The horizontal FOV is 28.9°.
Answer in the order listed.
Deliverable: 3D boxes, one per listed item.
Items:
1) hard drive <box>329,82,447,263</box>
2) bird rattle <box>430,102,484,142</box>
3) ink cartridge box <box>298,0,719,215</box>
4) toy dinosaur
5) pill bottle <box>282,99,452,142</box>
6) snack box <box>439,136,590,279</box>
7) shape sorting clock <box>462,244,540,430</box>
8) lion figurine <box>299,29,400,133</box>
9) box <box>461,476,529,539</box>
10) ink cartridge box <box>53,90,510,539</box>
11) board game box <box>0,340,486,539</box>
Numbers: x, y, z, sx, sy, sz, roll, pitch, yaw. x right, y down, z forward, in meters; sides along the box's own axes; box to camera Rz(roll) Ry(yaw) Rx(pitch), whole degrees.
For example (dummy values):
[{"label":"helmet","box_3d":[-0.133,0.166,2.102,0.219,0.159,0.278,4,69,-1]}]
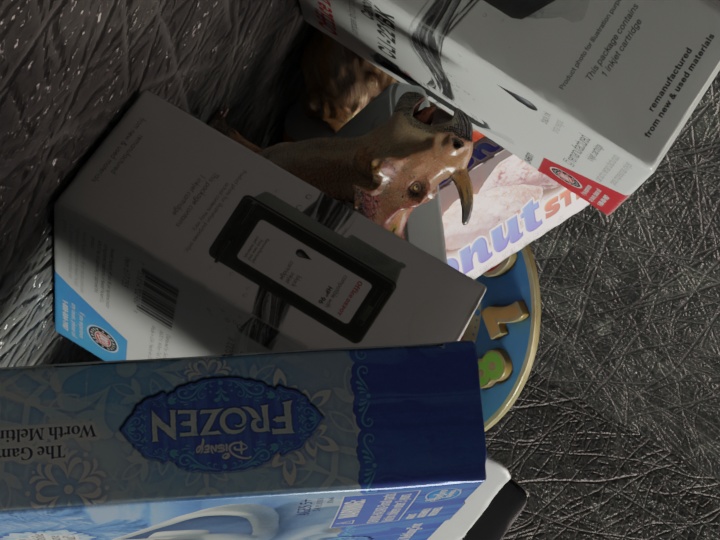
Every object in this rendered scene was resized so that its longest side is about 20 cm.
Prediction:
[{"label":"hard drive","box_3d":[-0.022,0.003,0.757,0.200,0.026,0.133,-35,-127,52]},{"label":"bird rattle","box_3d":[0.093,-0.110,0.957,0.163,0.199,0.113,-21,125,-57]},{"label":"ink cartridge box","box_3d":[0.067,-0.122,0.674,0.084,0.199,0.144,-56,175,-3]},{"label":"toy dinosaur","box_3d":[-0.033,-0.009,0.677,0.086,0.135,0.200,-56,174,-37]},{"label":"pill bottle","box_3d":[0.000,0.000,0.870,0.112,0.111,0.201,-49,148,-65]},{"label":"snack box","box_3d":[0.081,-0.044,0.819,0.199,0.024,0.072,-32,130,-21]},{"label":"shape sorting clock","box_3d":[0.045,0.023,0.992,0.039,0.200,0.201,-6,134,-42]},{"label":"lion figurine","box_3d":[0.057,-0.125,0.823,0.073,0.199,0.123,121,-32,-51]},{"label":"box","box_3d":[-0.013,0.164,0.690,0.201,0.049,0.161,-55,-167,-6]},{"label":"ink cartridge box","box_3d":[-0.025,0.027,0.578,0.068,0.199,0.116,-57,174,-29]},{"label":"board game box","box_3d":[-0.075,0.074,0.448,0.200,0.197,0.044,106,-19,-69]}]
